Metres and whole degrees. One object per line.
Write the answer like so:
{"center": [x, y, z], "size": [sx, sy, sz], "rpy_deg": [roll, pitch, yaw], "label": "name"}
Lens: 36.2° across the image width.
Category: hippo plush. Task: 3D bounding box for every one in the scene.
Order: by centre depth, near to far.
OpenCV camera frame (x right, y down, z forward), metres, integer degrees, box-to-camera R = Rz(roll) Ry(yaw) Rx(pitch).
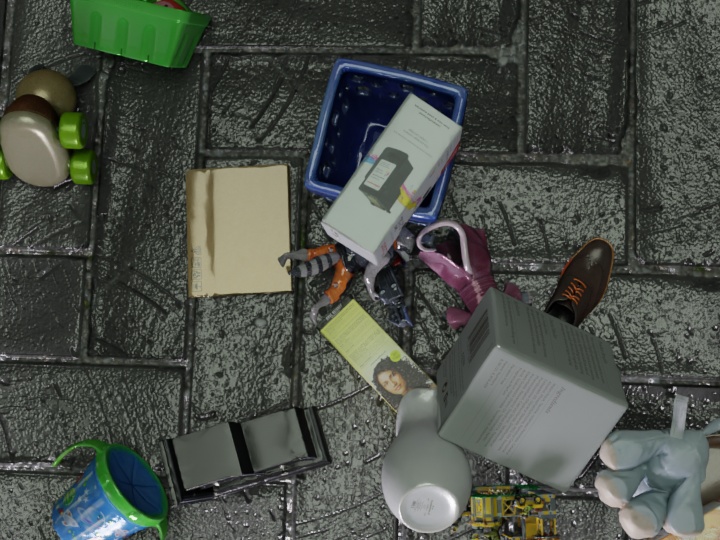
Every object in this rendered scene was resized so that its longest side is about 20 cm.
{"center": [0.400, 0.259, 1.502], "size": [0.159, 0.161, 0.200], "rpy_deg": [17, 91, 9], "label": "hippo plush"}

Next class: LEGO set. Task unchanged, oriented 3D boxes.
{"center": [0.201, 0.364, 1.531], "size": [0.153, 0.200, 0.116], "rpy_deg": [0, 84, -15], "label": "LEGO set"}

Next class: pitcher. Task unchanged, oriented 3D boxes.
{"center": [0.086, 0.285, 1.520], "size": [0.121, 0.200, 0.172], "rpy_deg": [7, 117, -3], "label": "pitcher"}

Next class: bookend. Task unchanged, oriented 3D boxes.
{"center": [-0.158, 0.259, 1.561], "size": [0.200, 0.199, 0.092], "rpy_deg": [-17, 79, 2], "label": "bookend"}

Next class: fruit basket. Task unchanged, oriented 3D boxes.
{"center": [-0.334, -0.429, 1.706], "size": [0.215, 0.156, 0.216], "rpy_deg": [2, 100, 9], "label": "fruit basket"}

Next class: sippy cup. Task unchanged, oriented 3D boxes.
{"center": [-0.374, 0.344, 1.611], "size": [0.130, 0.140, 0.178], "rpy_deg": [-37, 56, 9], "label": "sippy cup"}

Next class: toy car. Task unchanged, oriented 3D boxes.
{"center": [-0.488, -0.247, 1.715], "size": [0.164, 0.158, 0.200], "rpy_deg": [4, 54, 2], "label": "toy car"}

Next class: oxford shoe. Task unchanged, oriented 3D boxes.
{"center": [0.316, 0.039, 1.612], "size": [0.071, 0.073, 0.200], "rpy_deg": [28, 85, 9], "label": "oxford shoe"}

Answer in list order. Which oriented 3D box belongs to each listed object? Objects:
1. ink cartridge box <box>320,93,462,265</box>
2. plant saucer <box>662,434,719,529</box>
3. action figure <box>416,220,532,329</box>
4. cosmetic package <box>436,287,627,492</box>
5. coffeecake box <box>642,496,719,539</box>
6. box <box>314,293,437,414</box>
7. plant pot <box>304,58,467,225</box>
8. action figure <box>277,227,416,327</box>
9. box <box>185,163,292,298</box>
{"center": [0.042, -0.113, 1.439], "size": [0.083, 0.146, 0.200], "rpy_deg": [34, 88, 5], "label": "ink cartridge box"}
{"center": [0.515, 0.336, 1.575], "size": [0.200, 0.032, 0.201], "rpy_deg": [-1, 81, 5], "label": "plant saucer"}
{"center": [0.175, 0.021, 1.592], "size": [0.134, 0.149, 0.200], "rpy_deg": [-27, 75, -3], "label": "action figure"}
{"center": [0.228, 0.161, 1.506], "size": [0.200, 0.167, 0.167], "rpy_deg": [25, 115, -8], "label": "cosmetic package"}
{"center": [0.494, 0.408, 1.516], "size": [0.200, 0.073, 0.154], "rpy_deg": [-30, 80, 0], "label": "coffeecake box"}
{"center": [0.027, 0.131, 1.637], "size": [0.075, 0.050, 0.200], "rpy_deg": [-45, 80, -2], "label": "box"}
{"center": [0.042, -0.174, 1.611], "size": [0.200, 0.180, 0.200], "rpy_deg": [14, 84, 6], "label": "plant pot"}
{"center": [0.000, 0.000, 1.595], "size": [0.193, 0.105, 0.200], "rpy_deg": [-28, 54, -6], "label": "action figure"}
{"center": [-0.187, -0.061, 1.696], "size": [0.163, 0.021, 0.200], "rpy_deg": [-3, 82, 5], "label": "box"}
